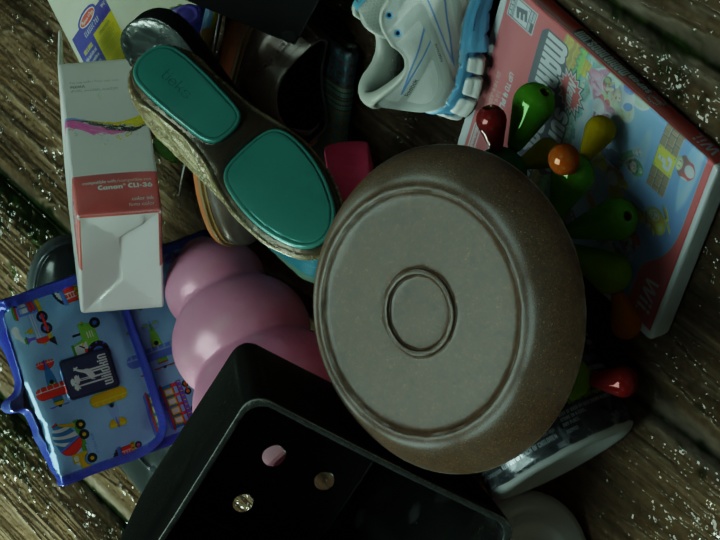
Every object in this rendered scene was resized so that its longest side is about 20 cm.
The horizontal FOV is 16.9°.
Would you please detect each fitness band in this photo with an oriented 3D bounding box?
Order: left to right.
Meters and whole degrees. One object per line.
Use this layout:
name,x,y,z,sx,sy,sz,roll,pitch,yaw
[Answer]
fitness band,0.000,0.000,1.639,0.200,0.037,0.144,81,-177,-59

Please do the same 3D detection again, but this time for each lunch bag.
lunch bag,-0.196,0.072,1.892,0.094,0.200,0.151,-16,94,57

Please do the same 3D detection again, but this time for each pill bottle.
pill bottle,0.057,0.203,1.685,0.200,0.111,0.111,-2,105,55
pill bottle,0.086,0.037,1.564,0.200,0.106,0.106,63,146,12

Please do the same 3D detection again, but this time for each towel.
towel,-0.058,-0.106,1.771,0.147,0.022,0.200,39,134,36

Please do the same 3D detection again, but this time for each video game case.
video game case,0.141,-0.072,1.510,0.200,0.017,0.143,46,139,31

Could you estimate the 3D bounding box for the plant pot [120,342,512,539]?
plant pot,-0.048,0.164,1.595,0.200,0.199,0.177,-57,20,15

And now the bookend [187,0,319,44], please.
bookend,-0.101,-0.286,1.651,0.200,0.199,0.092,22,141,-9

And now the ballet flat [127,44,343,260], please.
ballet flat,-0.076,-0.072,1.585,0.200,0.070,0.065,48,169,24

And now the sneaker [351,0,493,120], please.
sneaker,0.040,-0.184,1.519,0.075,0.086,0.200,-130,41,-53

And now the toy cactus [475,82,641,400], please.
toy cactus,0.089,-0.011,1.478,0.165,0.102,0.200,-12,88,18

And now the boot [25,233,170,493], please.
boot,-0.203,0.085,2.029,0.200,0.066,0.165,47,149,35

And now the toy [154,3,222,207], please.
toy,-0.128,-0.151,1.748,0.200,0.047,0.115,104,174,-53

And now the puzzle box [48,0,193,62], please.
puzzle box,-0.178,-0.214,1.877,0.133,0.025,0.200,62,146,11

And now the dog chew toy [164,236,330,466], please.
dog chew toy,-0.084,0.060,1.810,0.200,0.124,0.125,62,146,26

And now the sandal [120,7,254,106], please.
sandal,-0.099,-0.089,1.665,0.200,0.048,0.075,48,136,-11

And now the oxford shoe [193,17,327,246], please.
oxford shoe,-0.067,-0.094,1.713,0.073,0.071,0.200,36,131,34

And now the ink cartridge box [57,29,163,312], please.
ink cartridge box,-0.193,-0.081,1.856,0.117,0.067,0.200,95,167,-51

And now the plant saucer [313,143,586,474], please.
plant saucer,0.043,0.024,1.454,0.200,0.034,0.201,4,96,38
